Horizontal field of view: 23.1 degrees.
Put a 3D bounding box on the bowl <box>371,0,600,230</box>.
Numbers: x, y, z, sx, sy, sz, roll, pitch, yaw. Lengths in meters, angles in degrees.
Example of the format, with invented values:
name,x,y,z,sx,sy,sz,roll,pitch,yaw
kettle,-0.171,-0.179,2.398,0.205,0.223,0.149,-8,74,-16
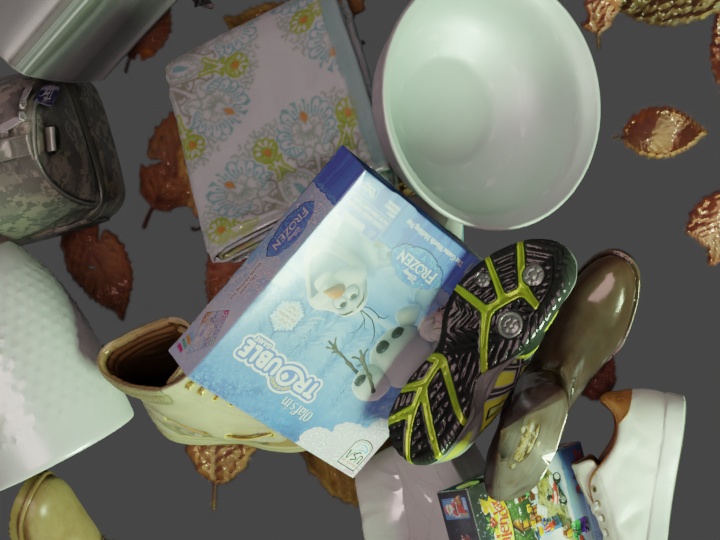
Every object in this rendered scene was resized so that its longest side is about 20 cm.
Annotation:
name,x,y,z,sx,sy,sz,roll,pitch,yaw
bowl,0.084,-0.130,1.385,0.199,0.090,0.203,2,86,-26

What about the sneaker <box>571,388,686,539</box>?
name,x,y,z,sx,sy,sz,roll,pitch,yaw
sneaker,0.206,0.194,1.408,0.084,0.073,0.202,8,85,4

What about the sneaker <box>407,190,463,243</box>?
name,x,y,z,sx,sy,sz,roll,pitch,yaw
sneaker,0.000,0.000,1.380,0.200,0.081,0.076,-40,49,-13

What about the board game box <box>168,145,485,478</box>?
name,x,y,z,sx,sy,sz,roll,pitch,yaw
board game box,-0.010,0.037,1.326,0.199,0.200,0.043,-49,42,7

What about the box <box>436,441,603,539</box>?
name,x,y,z,sx,sy,sz,roll,pitch,yaw
box,0.144,0.252,1.398,0.038,0.136,0.202,-14,92,49

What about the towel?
name,x,y,z,sx,sy,sz,roll,pitch,yaw
towel,-0.067,-0.119,1.433,0.170,0.048,0.202,-22,65,15

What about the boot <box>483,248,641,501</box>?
name,x,y,z,sx,sy,sz,roll,pitch,yaw
boot,0.155,0.077,1.345,0.064,0.200,0.188,28,101,8

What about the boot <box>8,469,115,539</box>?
name,x,y,z,sx,sy,sz,roll,pitch,yaw
boot,-0.184,0.246,1.482,0.198,0.176,0.067,16,60,15

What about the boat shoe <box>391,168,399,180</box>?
name,x,y,z,sx,sy,sz,roll,pitch,yaw
boat shoe,-0.035,-0.032,1.454,0.065,0.072,0.201,38,107,5

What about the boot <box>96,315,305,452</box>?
name,x,y,z,sx,sy,sz,roll,pitch,yaw
boot,-0.100,0.090,1.433,0.198,0.156,0.074,-1,66,17

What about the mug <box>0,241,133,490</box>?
name,x,y,z,sx,sy,sz,roll,pitch,yaw
mug,-0.297,0.076,1.474,0.147,0.200,0.177,-27,94,-18

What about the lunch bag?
name,x,y,z,sx,sy,sz,roll,pitch,yaw
lunch bag,-0.312,-0.086,1.469,0.198,0.168,0.141,-15,91,14

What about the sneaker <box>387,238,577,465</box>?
name,x,y,z,sx,sy,sz,roll,pitch,yaw
sneaker,0.095,0.059,1.343,0.075,0.076,0.201,42,102,23

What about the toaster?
name,x,y,z,sx,sy,sz,roll,pitch,yaw
toaster,-0.251,-0.251,1.436,0.200,0.181,0.119,46,106,8

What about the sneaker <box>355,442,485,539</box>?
name,x,y,z,sx,sy,sz,roll,pitch,yaw
sneaker,0.071,0.229,1.455,0.115,0.074,0.201,-26,90,28
